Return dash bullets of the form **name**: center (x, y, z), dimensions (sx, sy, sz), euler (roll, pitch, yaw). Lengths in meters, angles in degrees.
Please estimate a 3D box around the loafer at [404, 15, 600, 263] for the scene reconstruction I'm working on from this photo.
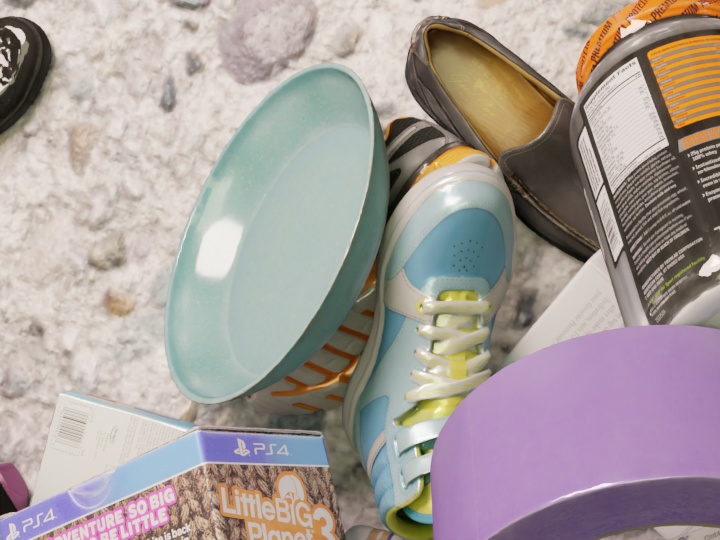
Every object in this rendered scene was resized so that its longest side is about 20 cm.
- **loafer**: center (0.101, -0.067, 0.888), dimensions (0.200, 0.072, 0.073), euler (39, 92, 9)

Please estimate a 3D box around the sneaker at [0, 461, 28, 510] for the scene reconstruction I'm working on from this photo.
- **sneaker**: center (-0.294, 0.098, 0.949), dimensions (0.088, 0.080, 0.200), euler (-44, 81, 13)

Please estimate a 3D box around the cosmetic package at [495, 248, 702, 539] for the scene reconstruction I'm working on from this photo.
- **cosmetic package**: center (0.182, 0.080, 0.845), dimensions (0.200, 0.071, 0.102), euler (45, 131, 9)

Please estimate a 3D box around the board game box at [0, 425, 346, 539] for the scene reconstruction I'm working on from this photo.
- **board game box**: center (-0.085, 0.199, 0.805), dimensions (0.159, 0.097, 0.201), euler (-26, 68, 34)

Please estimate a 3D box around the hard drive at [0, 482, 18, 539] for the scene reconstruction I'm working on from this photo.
- **hard drive**: center (-0.273, 0.174, 0.908), dimensions (0.199, 0.038, 0.140), euler (-20, 108, 25)

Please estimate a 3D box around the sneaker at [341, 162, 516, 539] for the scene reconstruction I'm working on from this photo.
- **sneaker**: center (0.050, 0.055, 0.826), dimensions (0.079, 0.131, 0.201), euler (1, 126, -16)

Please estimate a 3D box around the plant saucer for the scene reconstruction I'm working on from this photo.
- **plant saucer**: center (-0.041, -0.016, 0.877), dimensions (0.036, 0.200, 0.201), euler (24, 91, -30)

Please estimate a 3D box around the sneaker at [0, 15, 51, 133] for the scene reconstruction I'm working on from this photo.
- **sneaker**: center (-0.280, -0.088, 0.940), dimensions (0.199, 0.104, 0.060), euler (-35, 81, 6)

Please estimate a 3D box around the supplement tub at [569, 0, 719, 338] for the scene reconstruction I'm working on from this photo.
- **supplement tub**: center (0.173, -0.038, 0.780), dimensions (0.122, 0.123, 0.201), euler (-17, 48, 9)

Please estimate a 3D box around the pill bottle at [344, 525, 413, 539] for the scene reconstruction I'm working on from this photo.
- **pill bottle**: center (0.075, 0.215, 0.857), dimensions (0.199, 0.111, 0.112), euler (13, 89, 11)

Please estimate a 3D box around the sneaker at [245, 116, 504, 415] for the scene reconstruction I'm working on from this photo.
- **sneaker**: center (0.000, 0.000, 0.908), dimensions (0.200, 0.078, 0.077), euler (-50, 48, 12)

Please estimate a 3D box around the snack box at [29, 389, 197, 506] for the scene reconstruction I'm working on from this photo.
- **snack box**: center (-0.144, 0.182, 0.934), dimensions (0.115, 0.037, 0.201), euler (15, 89, 12)

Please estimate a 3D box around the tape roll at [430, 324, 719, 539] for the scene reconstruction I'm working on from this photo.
- **tape roll**: center (0.132, 0.122, 0.732), dimensions (0.199, 0.201, 0.085), euler (-9, 46, 9)
